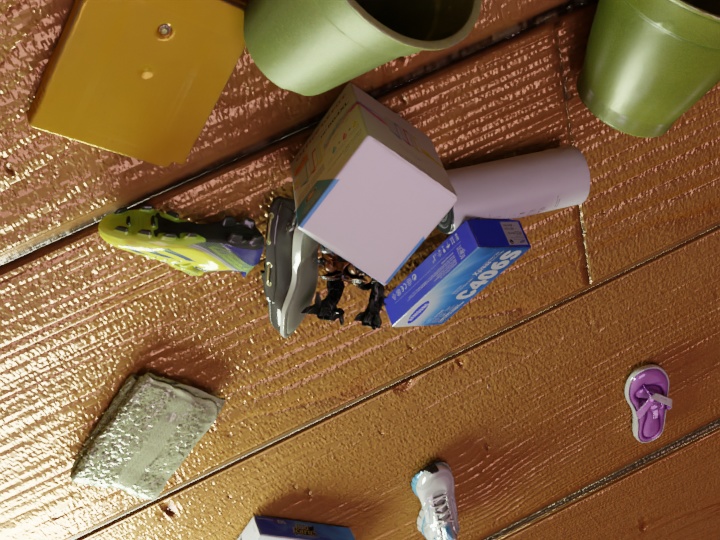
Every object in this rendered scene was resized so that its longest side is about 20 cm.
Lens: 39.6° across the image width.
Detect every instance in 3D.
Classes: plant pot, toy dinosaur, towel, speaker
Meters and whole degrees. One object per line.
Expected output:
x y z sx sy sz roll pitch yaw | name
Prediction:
0.349 -0.268 1.172 0.199 0.201 0.194 -2 139 -25 | plant pot
-0.017 -0.263 0.968 0.199 0.202 0.190 11 157 -33 | plant pot
0.000 0.000 1.255 0.199 0.102 0.137 21 75 -45 | toy dinosaur
-0.287 0.225 1.344 0.148 0.037 0.200 24 113 -37 | towel
0.192 -0.104 1.284 0.199 0.081 0.082 -13 131 -16 | speaker

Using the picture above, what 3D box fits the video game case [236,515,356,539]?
-0.131 0.484 1.625 0.199 0.046 0.182 19 115 -36 | video game case

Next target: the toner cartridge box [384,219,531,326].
0.123 0.006 1.309 0.094 0.043 0.200 0 148 -37 | toner cartridge box

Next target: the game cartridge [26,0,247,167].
-0.223 -0.211 1.028 0.175 0.033 0.201 15 120 -35 | game cartridge

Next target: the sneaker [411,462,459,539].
0.136 0.401 1.665 0.074 0.087 0.201 -19 131 -10 | sneaker

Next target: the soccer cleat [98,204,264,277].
-0.207 -0.025 1.163 0.199 0.065 0.084 5 128 -29 | soccer cleat

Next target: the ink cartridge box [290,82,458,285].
0.007 -0.106 1.125 0.125 0.200 0.129 32 110 -22 | ink cartridge box

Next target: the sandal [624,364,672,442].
0.511 0.237 1.742 0.082 0.050 0.203 -27 133 -5 | sandal

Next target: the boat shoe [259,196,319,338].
-0.091 -0.004 1.242 0.072 0.060 0.202 -45 155 -46 | boat shoe
